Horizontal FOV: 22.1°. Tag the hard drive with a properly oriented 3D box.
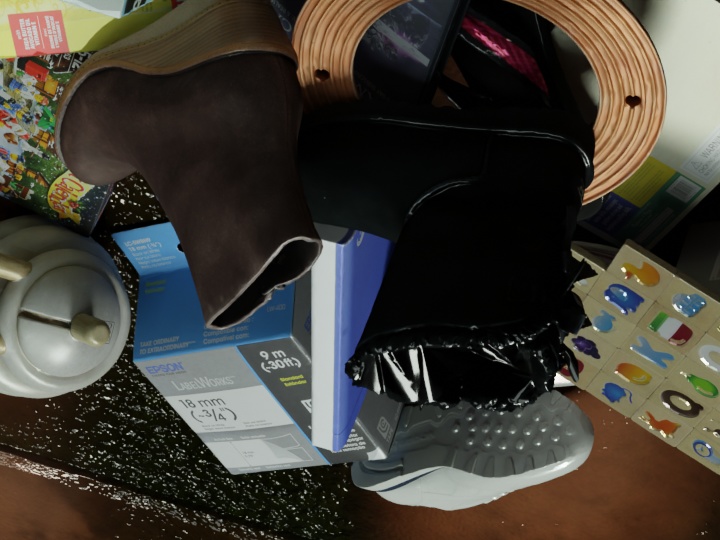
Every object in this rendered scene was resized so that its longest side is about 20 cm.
[{"bbox_3d":[0.000,0.000,1.127,0.025,0.133,0.201,15,141,10],"label":"hard drive"}]

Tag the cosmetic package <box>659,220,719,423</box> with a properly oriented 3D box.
[{"bbox_3d":[0.270,0.062,1.105,0.106,0.091,0.201,-8,129,37],"label":"cosmetic package"}]

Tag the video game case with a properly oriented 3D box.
[{"bbox_3d":[-0.001,-0.175,0.969,0.143,0.019,0.201,42,146,16],"label":"video game case"}]

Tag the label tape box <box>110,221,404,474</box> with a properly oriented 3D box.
[{"bbox_3d":[-0.079,0.054,1.285,0.143,0.064,0.200,-10,132,33],"label":"label tape box"}]

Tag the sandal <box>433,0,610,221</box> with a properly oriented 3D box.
[{"bbox_3d":[0.073,-0.108,1.001,0.075,0.045,0.201,-13,112,48],"label":"sandal"}]

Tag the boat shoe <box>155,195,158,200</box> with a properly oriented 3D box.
[{"bbox_3d":[-0.098,-0.071,1.126,0.072,0.073,0.200,17,151,1],"label":"boat shoe"}]

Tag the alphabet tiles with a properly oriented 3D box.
[{"bbox_3d":[0.185,0.055,1.077,0.199,0.006,0.167,32,152,5],"label":"alphabet tiles"}]

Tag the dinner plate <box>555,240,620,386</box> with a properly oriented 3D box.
[{"bbox_3d":[0.111,0.024,1.154,0.198,0.024,0.201,0,151,0],"label":"dinner plate"}]

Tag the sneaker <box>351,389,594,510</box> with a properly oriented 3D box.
[{"bbox_3d":[0.088,0.129,1.298,0.199,0.077,0.080,-11,143,41],"label":"sneaker"}]

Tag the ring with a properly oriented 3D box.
[{"bbox_3d":[0.060,-0.099,0.957,0.198,0.019,0.201,9,141,7],"label":"ring"}]

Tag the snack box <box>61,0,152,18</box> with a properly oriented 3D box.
[{"bbox_3d":[-0.144,-0.166,0.892,0.115,0.200,0.037,18,106,2],"label":"snack box"}]

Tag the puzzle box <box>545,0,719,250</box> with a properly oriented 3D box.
[{"bbox_3d":[0.153,-0.095,1.028,0.132,0.026,0.200,29,142,-8],"label":"puzzle box"}]

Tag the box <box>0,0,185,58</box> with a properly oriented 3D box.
[{"bbox_3d":[-0.171,-0.161,1.031,0.198,0.050,0.076,-3,116,5],"label":"box"}]

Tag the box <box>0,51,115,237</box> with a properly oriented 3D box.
[{"bbox_3d":[-0.206,-0.111,1.161,0.136,0.038,0.200,27,147,-5],"label":"box"}]

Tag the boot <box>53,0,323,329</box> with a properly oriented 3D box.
[{"bbox_3d":[-0.098,-0.045,0.980,0.072,0.168,0.200,7,151,-37],"label":"boot"}]

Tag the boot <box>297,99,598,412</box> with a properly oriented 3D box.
[{"bbox_3d":[0.027,-0.007,0.935,0.196,0.163,0.074,-1,139,19],"label":"boot"}]

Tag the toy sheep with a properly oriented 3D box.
[{"bbox_3d":[-0.224,0.025,1.257,0.138,0.138,0.200,51,166,-32],"label":"toy sheep"}]
